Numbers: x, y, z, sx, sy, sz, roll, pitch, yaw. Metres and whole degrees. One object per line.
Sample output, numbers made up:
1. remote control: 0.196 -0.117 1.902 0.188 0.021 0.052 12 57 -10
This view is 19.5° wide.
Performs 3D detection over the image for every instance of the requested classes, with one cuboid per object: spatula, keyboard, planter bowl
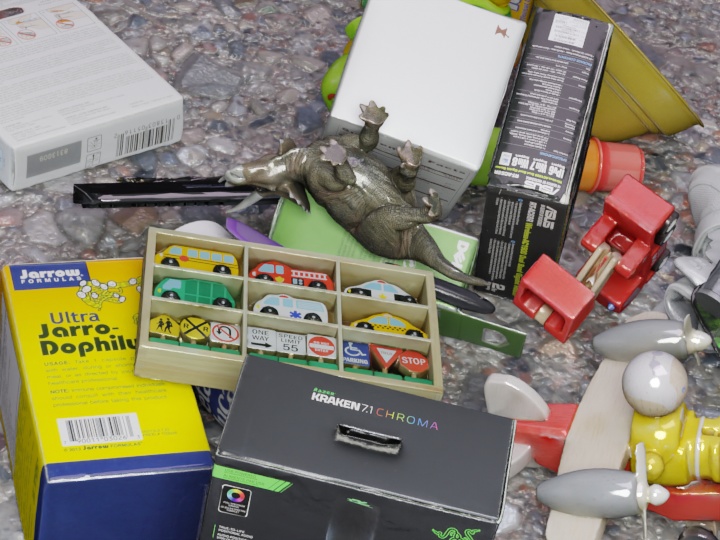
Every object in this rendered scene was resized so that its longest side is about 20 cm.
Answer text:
1. spatula: 0.000 0.000 1.470 0.199 0.021 0.057 14 12 -5
2. keyboard: -0.122 -0.059 1.609 0.199 0.021 0.127 -1 9 -17
3. planter bowl: 0.194 -0.168 1.777 0.200 0.083 0.200 47 7 -8

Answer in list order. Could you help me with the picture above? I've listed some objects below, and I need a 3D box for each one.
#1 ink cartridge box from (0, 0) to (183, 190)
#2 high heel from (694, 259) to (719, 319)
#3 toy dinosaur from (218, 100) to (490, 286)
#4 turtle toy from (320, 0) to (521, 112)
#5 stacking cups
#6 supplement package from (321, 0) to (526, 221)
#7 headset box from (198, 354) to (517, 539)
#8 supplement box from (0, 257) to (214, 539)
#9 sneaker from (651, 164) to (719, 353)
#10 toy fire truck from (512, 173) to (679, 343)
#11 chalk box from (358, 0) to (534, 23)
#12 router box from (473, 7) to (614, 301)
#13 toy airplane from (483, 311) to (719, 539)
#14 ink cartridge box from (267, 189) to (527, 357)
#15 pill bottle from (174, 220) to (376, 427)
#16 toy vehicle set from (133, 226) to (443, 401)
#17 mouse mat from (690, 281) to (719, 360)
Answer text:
1. ink cartridge box: -0.263 -0.152 1.704 0.160 0.047 0.200 -20 45 -33
2. high heel: 0.366 0.017 1.559 0.200 0.071 0.143 34 70 9
3. toy dinosaur: 0.008 -0.052 1.466 0.199 0.102 0.077 28 60 -4
4. turtle toy: 0.051 -0.177 1.754 0.199 0.146 0.102 -16 78 -29
5. stacking cups: 0.135 -0.096 1.728 0.199 0.061 0.061 1 41 -15
6. supplement package: 0.040 -0.125 1.575 0.117 0.200 0.117 20 78 -2
7. headset box: -0.008 0.160 1.287 0.173 0.201 0.093 14 40 1
8. supplement box: -0.173 0.098 1.383 0.109 0.109 0.200 -3 43 -18
9. sneaker: 0.278 -0.009 1.653 0.114 0.075 0.200 -3 46 -22
10. toy fire truck: 0.175 0.003 1.559 0.049 0.200 0.141 38 79 14
11. chalk box: 0.076 -0.299 1.897 0.199 0.125 0.124 19 40 8
12. router box: 0.135 -0.080 1.565 0.062 0.200 0.151 13 67 6
13. toy airplane: 0.179 0.106 1.444 0.198 0.142 0.200 -11 46 -25
14. ink cartridge box: 0.033 0.001 1.547 0.199 0.104 0.060 17 78 5
15. pill bottle: -0.070 0.056 1.459 0.111 0.111 0.200 -21 50 -33
16. toy vehicle set: -0.047 0.034 1.379 0.199 0.027 0.125 9 38 -10
17. mouse mat: 0.362 0.053 1.591 0.199 0.008 0.161 -21 76 -22
